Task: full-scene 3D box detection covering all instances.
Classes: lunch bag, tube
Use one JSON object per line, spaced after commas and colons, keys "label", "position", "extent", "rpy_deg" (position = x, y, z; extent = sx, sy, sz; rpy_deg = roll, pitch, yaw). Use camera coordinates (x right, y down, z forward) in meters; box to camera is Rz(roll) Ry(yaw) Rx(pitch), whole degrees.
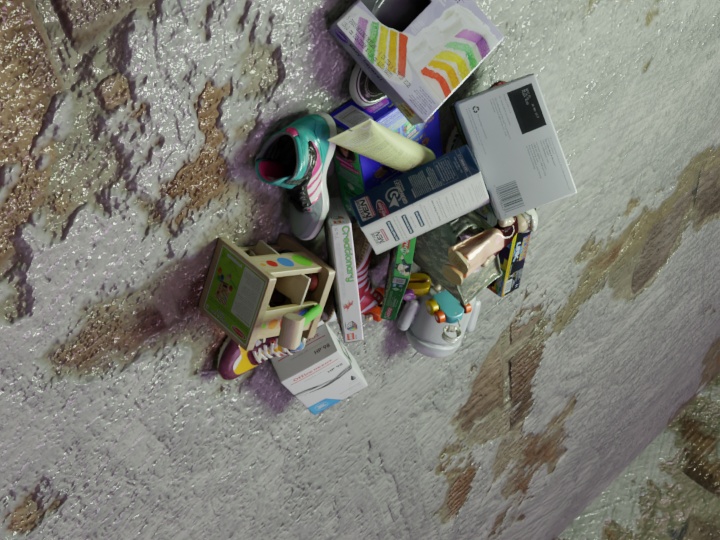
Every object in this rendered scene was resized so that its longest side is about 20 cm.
{"label": "lunch bag", "position": [0.151, -0.065, 1.747], "extent": [0.118, 0.164, 0.200], "rpy_deg": [-40, 144, -11]}
{"label": "tube", "position": [0.041, -0.184, 1.475], "extent": [0.200, 0.052, 0.058], "rpy_deg": [14, 108, -52]}

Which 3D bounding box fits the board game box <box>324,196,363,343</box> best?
{"label": "board game box", "position": [-0.029, -0.002, 1.570], "extent": [0.035, 0.126, 0.200], "rpy_deg": [-9, 114, -5]}

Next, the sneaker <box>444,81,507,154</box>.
{"label": "sneaker", "position": [0.224, -0.246, 1.749], "extent": [0.200, 0.082, 0.078], "rpy_deg": [-49, 146, -6]}

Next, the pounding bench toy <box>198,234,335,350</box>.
{"label": "pounding bench toy", "position": [-0.112, 0.047, 1.494], "extent": [0.156, 0.200, 0.124], "rpy_deg": [-6, 124, -47]}

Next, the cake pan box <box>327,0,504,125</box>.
{"label": "cake pan box", "position": [0.079, -0.344, 1.427], "extent": [0.184, 0.052, 0.200], "rpy_deg": [-46, 105, -12]}

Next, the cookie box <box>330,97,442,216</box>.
{"label": "cookie box", "position": [0.044, -0.195, 1.581], "extent": [0.171, 0.075, 0.200], "rpy_deg": [-37, 142, -22]}

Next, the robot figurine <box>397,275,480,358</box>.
{"label": "robot figurine", "position": [0.154, 0.087, 1.931], "extent": [0.169, 0.113, 0.200], "rpy_deg": [3, 120, -21]}

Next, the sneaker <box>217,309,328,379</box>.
{"label": "sneaker", "position": [-0.144, 0.113, 1.612], "extent": [0.200, 0.090, 0.075], "rpy_deg": [-46, 146, -12]}

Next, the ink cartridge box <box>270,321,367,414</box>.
{"label": "ink cartridge box", "position": [-0.079, 0.166, 1.728], "extent": [0.116, 0.067, 0.200], "rpy_deg": [-30, 145, 4]}

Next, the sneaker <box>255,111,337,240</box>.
{"label": "sneaker", "position": [-0.100, -0.129, 1.455], "extent": [0.121, 0.084, 0.200], "rpy_deg": [-20, 126, -47]}

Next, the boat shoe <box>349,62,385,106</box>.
{"label": "boat shoe", "position": [0.062, -0.324, 1.483], "extent": [0.200, 0.064, 0.071], "rpy_deg": [-49, 118, -15]}

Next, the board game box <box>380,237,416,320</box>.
{"label": "board game box", "position": [0.067, -0.011, 1.687], "extent": [0.200, 0.029, 0.135], "rpy_deg": [103, -4, -67]}

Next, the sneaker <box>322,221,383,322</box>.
{"label": "sneaker", "position": [0.000, 0.000, 1.705], "extent": [0.112, 0.071, 0.200], "rpy_deg": [-4, 130, -44]}

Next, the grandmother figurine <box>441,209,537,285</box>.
{"label": "grandmother figurine", "position": [0.225, -0.055, 1.650], "extent": [0.200, 0.061, 0.121], "rpy_deg": [-34, 169, -31]}

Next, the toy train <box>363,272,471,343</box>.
{"label": "toy train", "position": [0.099, 0.073, 1.816], "extent": [0.056, 0.200, 0.150], "rpy_deg": [97, 19, -50]}

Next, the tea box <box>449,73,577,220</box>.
{"label": "tea box", "position": [0.243, -0.202, 1.617], "extent": [0.133, 0.200, 0.197], "rpy_deg": [-21, -173, 5]}

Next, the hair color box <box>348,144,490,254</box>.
{"label": "hair color box", "position": [0.093, -0.108, 1.533], "extent": [0.200, 0.061, 0.100], "rpy_deg": [-25, 150, 4]}

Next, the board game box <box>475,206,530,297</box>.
{"label": "board game box", "position": [0.233, -0.076, 1.835], "extent": [0.057, 0.165, 0.200], "rpy_deg": [-24, 137, -33]}
